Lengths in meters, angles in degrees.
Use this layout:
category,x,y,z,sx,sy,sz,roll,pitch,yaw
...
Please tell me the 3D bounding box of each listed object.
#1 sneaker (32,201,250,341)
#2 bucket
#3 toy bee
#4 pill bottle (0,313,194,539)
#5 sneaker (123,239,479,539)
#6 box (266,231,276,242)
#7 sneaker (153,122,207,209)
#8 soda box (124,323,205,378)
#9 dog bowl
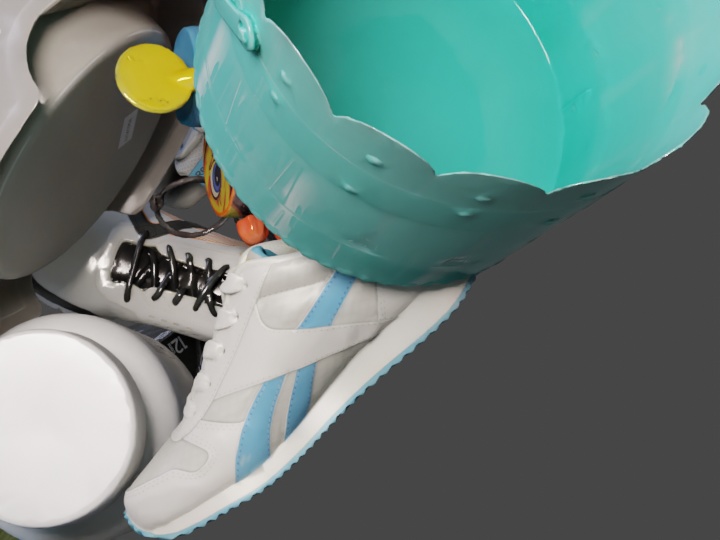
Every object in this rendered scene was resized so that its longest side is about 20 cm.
category,x,y,z,sx,sy,sz,roll,pitch,yaw
sneaker,-0.096,0.002,0.985,0.080,0.198,0.074,-176,99,-71
bucket,0.032,-0.099,0.716,0.207,0.207,0.135,-46,1,-29
toy bee,-0.041,-0.069,0.836,0.130,0.201,0.109,-17,44,-7
pill bottle,-0.142,0.080,0.896,0.114,0.114,0.200,-44,-4,-3
sneaker,-0.039,0.037,0.797,0.200,0.081,0.077,-45,7,5
box,0.022,-0.068,1.008,0.122,0.106,0.200,-47,6,-22
sneaker,-0.061,-0.087,0.961,0.200,0.075,0.087,-43,21,58
soda box,-0.147,0.075,1.159,0.071,0.064,0.199,-37,12,-38
dog bowl,-0.150,-0.067,0.862,0.201,0.058,0.200,-53,-11,-15
